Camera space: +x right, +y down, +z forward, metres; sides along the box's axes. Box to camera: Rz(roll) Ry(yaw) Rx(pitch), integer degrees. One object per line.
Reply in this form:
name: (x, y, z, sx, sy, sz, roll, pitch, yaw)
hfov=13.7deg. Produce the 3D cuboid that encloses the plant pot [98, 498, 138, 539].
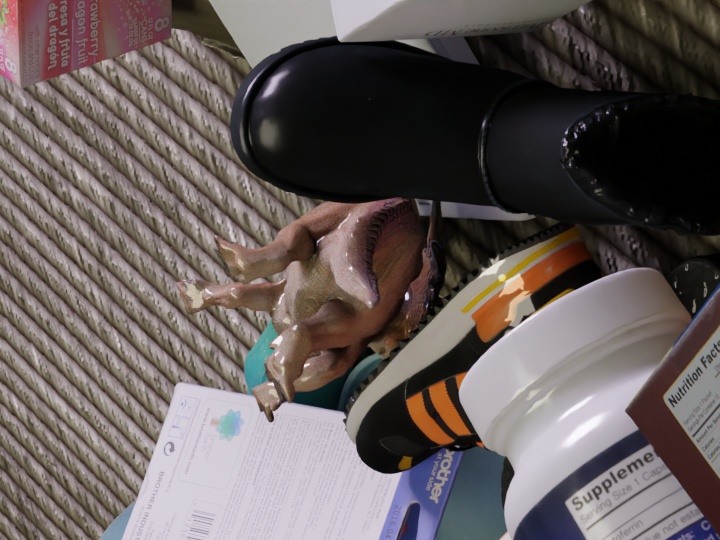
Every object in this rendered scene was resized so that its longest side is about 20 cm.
plant pot: (-0.047, 0.219, 1.630, 0.134, 0.200, 0.201, 5, 117, 42)

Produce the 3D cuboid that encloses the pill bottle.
pill bottle: (0.125, 0.106, 1.140, 0.201, 0.115, 0.116, 60, 149, 20)

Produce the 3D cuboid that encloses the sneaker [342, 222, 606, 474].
sneaker: (0.061, 0.061, 1.377, 0.090, 0.070, 0.200, 55, 142, 13)

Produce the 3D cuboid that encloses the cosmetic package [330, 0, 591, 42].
cosmetic package: (0.074, -0.159, 1.224, 0.200, 0.112, 0.082, -28, 71, 60)

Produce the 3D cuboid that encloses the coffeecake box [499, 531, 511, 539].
coffeecake box: (0.101, 0.152, 1.307, 0.200, 0.153, 0.073, -48, 68, 20)

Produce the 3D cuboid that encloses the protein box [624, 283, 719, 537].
protein box: (0.243, 0.056, 1.063, 0.200, 0.198, 0.135, 54, 146, 16)

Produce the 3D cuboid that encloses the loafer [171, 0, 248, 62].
loafer: (-0.078, -0.140, 1.515, 0.200, 0.069, 0.076, 31, 136, 41)

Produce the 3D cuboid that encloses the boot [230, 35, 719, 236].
boot: (0.064, -0.053, 1.264, 0.162, 0.197, 0.074, 15, 98, 63)

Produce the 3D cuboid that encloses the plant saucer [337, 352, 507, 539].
plant saucer: (0.063, 0.126, 1.536, 0.200, 0.036, 0.201, 36, 140, 38)

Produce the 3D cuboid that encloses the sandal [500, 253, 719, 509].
sandal: (0.133, 0.068, 1.380, 0.201, 0.048, 0.076, -49, 57, 42)

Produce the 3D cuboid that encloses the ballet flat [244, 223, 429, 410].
ballet flat: (-0.020, 0.016, 1.555, 0.071, 0.067, 0.200, 68, 151, 28)

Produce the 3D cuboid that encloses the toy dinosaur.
toy dinosaur: (0.000, 0.000, 1.380, 0.086, 0.135, 0.200, 61, 164, 8)

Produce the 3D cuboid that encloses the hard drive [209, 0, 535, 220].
hard drive: (-0.005, -0.105, 1.396, 0.131, 0.027, 0.200, 5, 137, 46)

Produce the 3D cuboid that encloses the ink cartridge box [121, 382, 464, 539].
ink cartridge box: (-0.032, 0.129, 1.517, 0.199, 0.120, 0.042, 7, 161, 42)

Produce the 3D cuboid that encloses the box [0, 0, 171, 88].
box: (-0.154, -0.204, 1.435, 0.102, 0.094, 0.201, 33, 133, 42)
